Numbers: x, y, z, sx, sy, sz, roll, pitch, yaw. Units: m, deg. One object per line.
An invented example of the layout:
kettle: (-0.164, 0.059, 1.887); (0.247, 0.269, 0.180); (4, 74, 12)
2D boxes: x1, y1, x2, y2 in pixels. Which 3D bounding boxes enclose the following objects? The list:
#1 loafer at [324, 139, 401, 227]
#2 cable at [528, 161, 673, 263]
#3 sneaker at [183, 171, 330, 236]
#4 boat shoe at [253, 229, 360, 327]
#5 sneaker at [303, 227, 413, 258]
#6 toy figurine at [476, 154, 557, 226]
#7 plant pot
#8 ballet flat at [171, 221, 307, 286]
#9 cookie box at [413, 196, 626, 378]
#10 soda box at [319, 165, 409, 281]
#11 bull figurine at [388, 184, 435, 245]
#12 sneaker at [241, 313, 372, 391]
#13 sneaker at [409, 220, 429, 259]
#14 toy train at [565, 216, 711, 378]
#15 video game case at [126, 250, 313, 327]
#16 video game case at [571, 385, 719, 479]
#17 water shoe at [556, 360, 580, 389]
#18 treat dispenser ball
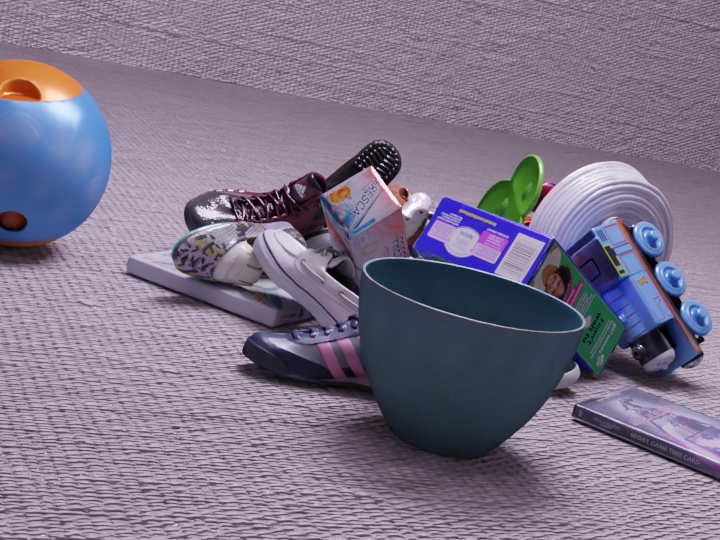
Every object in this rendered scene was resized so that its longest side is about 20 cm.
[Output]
loafer: (-0.028, -0.087, 1.788); (0.073, 0.199, 0.071); (52, -4, -3)
cable: (0.293, -0.032, 1.701); (0.198, 0.202, 0.069); (-2, 24, -25)
sneaker: (-0.107, -0.085, 1.649); (0.198, 0.076, 0.115); (-3, -24, -39)
boat shoe: (-0.031, 0.010, 1.425); (0.200, 0.067, 0.073); (45, 22, 27)
sneaker: (0.000, 0.000, 1.633); (0.199, 0.075, 0.079); (21, 20, 30)
toy figurine: (0.258, -0.041, 1.785); (0.182, 0.201, 0.151); (15, 36, -21)
plant pot: (0.084, 0.083, 1.208); (0.198, 0.136, 0.200); (12, 13, -3)
ballet flat: (-0.119, -0.016, 1.501); (0.071, 0.073, 0.200); (20, 16, 30)
cookie box: (0.179, 0.019, 1.531); (0.170, 0.076, 0.200); (25, -12, 45)
soda box: (0.010, -0.026, 1.485); (0.064, 0.068, 0.201); (55, -10, 26)
bull figurine: (0.038, -0.057, 1.776); (0.065, 0.122, 0.200); (38, 4, -14)
sneaker: (-0.012, 0.065, 1.306); (0.198, 0.083, 0.070); (9, 13, -17)
sneaker: (0.111, -0.010, 1.750); (0.077, 0.087, 0.200); (5, 15, -32)
toy train: (0.322, 0.031, 1.602); (0.114, 0.087, 0.201); (-18, 74, -39)
video game case: (-0.132, 0.012, 1.552); (0.198, 0.022, 0.182); (20, 14, 25)
video game case: (0.327, 0.165, 1.374); (0.199, 0.019, 0.142); (22, 15, 31)
water shoe: (0.140, 0.069, 1.452); (0.198, 0.080, 0.072); (14, 13, 1)
treat dispenser ball: (-0.370, -0.126, 1.496); (0.198, 0.203, 0.201); (12, 13, -3)
